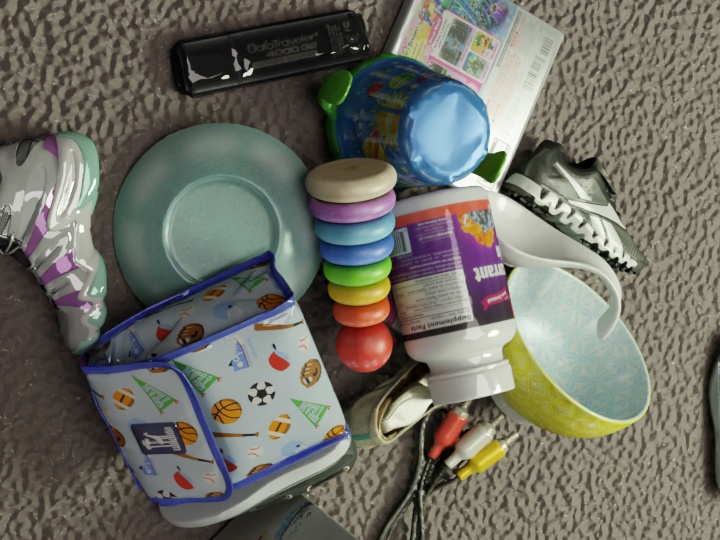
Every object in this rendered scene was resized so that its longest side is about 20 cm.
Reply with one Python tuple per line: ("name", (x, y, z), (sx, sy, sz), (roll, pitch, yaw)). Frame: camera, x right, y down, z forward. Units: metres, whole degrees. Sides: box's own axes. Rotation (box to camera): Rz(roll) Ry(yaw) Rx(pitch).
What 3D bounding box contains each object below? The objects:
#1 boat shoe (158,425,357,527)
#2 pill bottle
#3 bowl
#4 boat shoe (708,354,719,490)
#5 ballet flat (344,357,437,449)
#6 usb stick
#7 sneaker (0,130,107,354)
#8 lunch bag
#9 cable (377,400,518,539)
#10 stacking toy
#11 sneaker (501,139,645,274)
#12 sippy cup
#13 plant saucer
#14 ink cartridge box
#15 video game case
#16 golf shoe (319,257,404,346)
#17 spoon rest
("boat shoe", (-0.095, 0.203, 1.434), (0.200, 0.069, 0.057), (-23, 140, 6))
("pill bottle", (0.089, 0.025, 1.450), (0.111, 0.111, 0.200), (-11, 88, -26))
("bowl", (0.195, 0.101, 1.560), (0.200, 0.200, 0.108), (24, 130, -29))
("boat shoe", (0.452, 0.171, 1.751), (0.062, 0.072, 0.200), (-14, 109, -51))
("ballet flat", (0.067, 0.120, 1.510), (0.200, 0.062, 0.068), (-39, 109, -32))
("usb stick", (-0.085, -0.208, 1.420), (0.200, 0.033, 0.056), (-15, 98, -25))
("sneaker", (-0.301, -0.020, 1.317), (0.140, 0.078, 0.200), (-5, 93, -24))
("lunch bag", (-0.132, 0.109, 1.343), (0.200, 0.124, 0.170), (-23, 119, -5))
("cable", (0.072, 0.218, 1.556), (0.097, 0.050, 0.200), (39, 82, -10))
("stacking toy", (0.000, 0.000, 1.396), (0.085, 0.085, 0.200), (-16, 113, -25))
("sneaker", (0.246, -0.071, 1.596), (0.200, 0.066, 0.091), (34, 84, -25))
("sippy cup", (0.054, -0.136, 1.423), (0.178, 0.130, 0.140), (-15, 105, -23))
("plant saucer", (-0.129, -0.036, 1.382), (0.201, 0.039, 0.201), (-1, 98, -7))
("ink cartridge box", (-0.051, 0.321, 1.423), (0.145, 0.200, 0.147), (-43, 115, -12))
("video game case", (0.101, -0.192, 1.525), (0.182, 0.024, 0.200), (25, 87, -28))
("golf shoe", (0.000, -0.010, 1.471), (0.092, 0.073, 0.200), (-45, 116, -14))
("spoon rest", (0.196, -0.014, 1.530), (0.200, 0.099, 0.061), (39, 118, -12))
